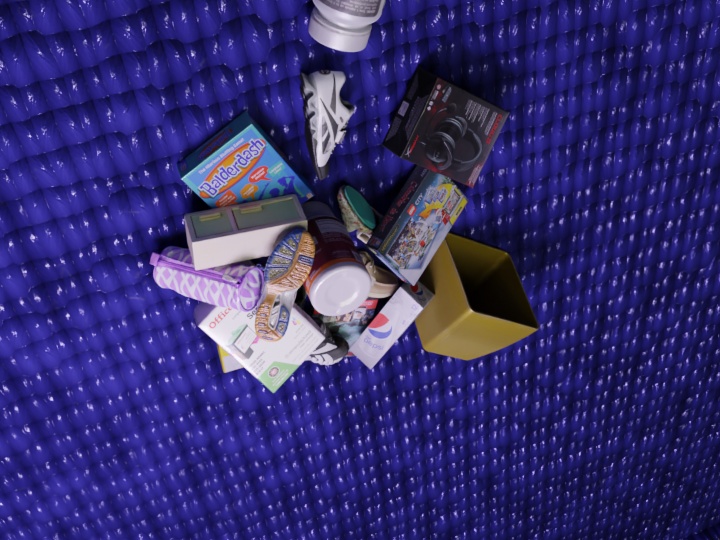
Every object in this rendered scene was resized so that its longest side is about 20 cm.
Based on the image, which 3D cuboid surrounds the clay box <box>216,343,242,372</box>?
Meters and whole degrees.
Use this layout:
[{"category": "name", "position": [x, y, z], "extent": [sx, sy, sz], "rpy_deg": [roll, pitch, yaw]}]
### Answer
[{"category": "clay box", "position": [-0.229, 0.102, 1.778], "extent": [0.113, 0.048, 0.202], "rpy_deg": [-15, 133, -14]}]

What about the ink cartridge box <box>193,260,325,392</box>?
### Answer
[{"category": "ink cartridge box", "position": [-0.186, 0.100, 1.681], "extent": [0.145, 0.084, 0.200], "rpy_deg": [-46, 112, 0]}]

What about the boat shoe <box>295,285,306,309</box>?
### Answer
[{"category": "boat shoe", "position": [-0.140, 0.051, 1.765], "extent": [0.074, 0.061, 0.202], "rpy_deg": [-17, 135, -12]}]

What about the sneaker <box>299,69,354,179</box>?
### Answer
[{"category": "sneaker", "position": [-0.050, -0.241, 1.535], "extent": [0.087, 0.075, 0.202], "rpy_deg": [-13, 134, -12]}]

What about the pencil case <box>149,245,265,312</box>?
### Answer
[{"category": "pencil case", "position": [-0.262, 0.013, 1.581], "extent": [0.085, 0.197, 0.085], "rpy_deg": [20, 82, -66]}]

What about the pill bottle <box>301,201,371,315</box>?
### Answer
[{"category": "pill bottle", "position": [-0.063, -0.026, 1.633], "extent": [0.112, 0.201, 0.115], "rpy_deg": [-13, 134, -14]}]

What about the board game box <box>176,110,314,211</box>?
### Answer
[{"category": "board game box", "position": [-0.193, -0.154, 1.564], "extent": [0.151, 0.045, 0.200], "rpy_deg": [-36, 135, 8]}]

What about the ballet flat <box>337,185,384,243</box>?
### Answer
[{"category": "ballet flat", "position": [0.009, -0.085, 1.713], "extent": [0.063, 0.077, 0.199], "rpy_deg": [-28, 136, 27]}]

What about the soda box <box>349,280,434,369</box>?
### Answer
[{"category": "soda box", "position": [0.062, 0.106, 1.848], "extent": [0.201, 0.063, 0.068], "rpy_deg": [-52, 174, 34]}]

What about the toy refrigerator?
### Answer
[{"category": "toy refrigerator", "position": [-0.193, -0.069, 1.556], "extent": [0.196, 0.076, 0.071], "rpy_deg": [-12, 136, -14]}]

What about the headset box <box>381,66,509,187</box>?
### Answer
[{"category": "headset box", "position": [0.157, -0.246, 1.610], "extent": [0.198, 0.077, 0.151], "rpy_deg": [18, 105, -35]}]

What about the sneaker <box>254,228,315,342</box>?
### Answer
[{"category": "sneaker", "position": [-0.136, 0.017, 1.569], "extent": [0.074, 0.088, 0.203], "rpy_deg": [21, 102, -10]}]

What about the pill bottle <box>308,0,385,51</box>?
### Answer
[{"category": "pill bottle", "position": [-0.009, -0.436, 1.350], "extent": [0.112, 0.114, 0.202], "rpy_deg": [0, 129, -26]}]

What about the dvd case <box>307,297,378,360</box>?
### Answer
[{"category": "dvd case", "position": [-0.043, 0.104, 1.892], "extent": [0.144, 0.022, 0.202], "rpy_deg": [-4, 130, -23]}]

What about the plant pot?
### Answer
[{"category": "plant pot", "position": [0.213, 0.072, 1.877], "extent": [0.198, 0.202, 0.177], "rpy_deg": [15, 133, -35]}]

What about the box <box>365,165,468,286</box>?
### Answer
[{"category": "box", "position": [0.109, -0.091, 1.719], "extent": [0.202, 0.037, 0.136], "rpy_deg": [-56, 134, -8]}]

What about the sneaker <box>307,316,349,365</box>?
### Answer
[{"category": "sneaker", "position": [-0.084, 0.136, 1.822], "extent": [0.198, 0.067, 0.091], "rpy_deg": [10, 130, -44]}]

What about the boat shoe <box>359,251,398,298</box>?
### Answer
[{"category": "boat shoe", "position": [0.000, 0.000, 1.784], "extent": [0.197, 0.073, 0.065], "rpy_deg": [14, 121, -31]}]
